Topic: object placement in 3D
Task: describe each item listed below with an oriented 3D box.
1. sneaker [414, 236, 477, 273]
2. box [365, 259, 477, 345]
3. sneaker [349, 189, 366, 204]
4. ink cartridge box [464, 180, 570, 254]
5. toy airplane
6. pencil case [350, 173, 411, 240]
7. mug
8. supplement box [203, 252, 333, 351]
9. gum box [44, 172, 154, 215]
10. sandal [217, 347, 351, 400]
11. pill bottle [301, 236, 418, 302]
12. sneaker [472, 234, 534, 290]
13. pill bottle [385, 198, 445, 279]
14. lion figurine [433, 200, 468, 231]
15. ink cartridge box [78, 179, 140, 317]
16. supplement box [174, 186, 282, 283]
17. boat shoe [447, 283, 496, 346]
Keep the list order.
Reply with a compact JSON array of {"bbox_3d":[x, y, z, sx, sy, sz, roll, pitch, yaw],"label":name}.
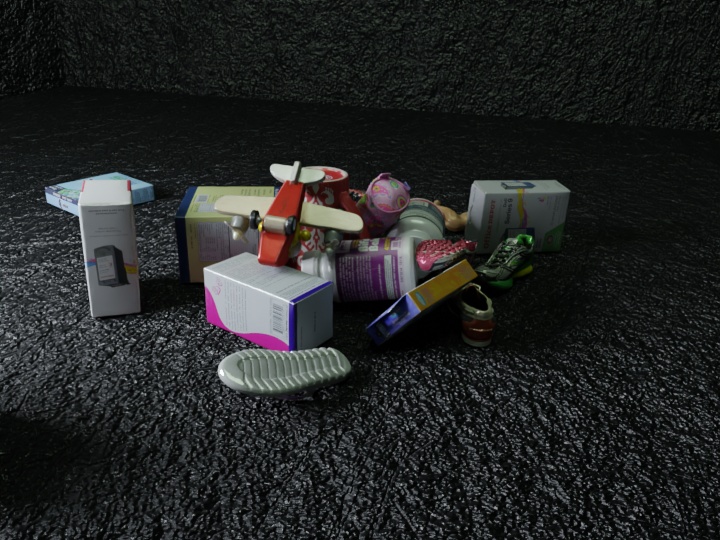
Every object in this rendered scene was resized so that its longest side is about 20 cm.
[{"bbox_3d":[0.161,-0.017,1.150,0.080,0.075,0.200,11,11,30],"label":"sneaker"},{"bbox_3d":[0.095,0.055,1.036,0.200,0.119,0.042,-28,78,-46],"label":"box"},{"bbox_3d":[0.037,-0.160,1.565,0.200,0.071,0.098,17,28,26],"label":"sneaker"},{"bbox_3d":[0.342,-0.118,1.404,0.199,0.146,0.088,-1,26,-9],"label":"ink cartridge box"},{"bbox_3d":[-0.124,-0.089,1.092,0.198,0.142,0.200,-25,50,-26],"label":"toy airplane"},{"bbox_3d":[0.026,-0.112,1.257,0.087,0.088,0.200,-8,-18,-23],"label":"pencil case"},{"bbox_3d":[-0.058,-0.090,1.240,0.176,0.201,0.134,4,23,4],"label":"mug"},{"bbox_3d":[-0.150,0.052,1.033,0.199,0.102,0.103,18,28,31],"label":"supplement box"},{"bbox_3d":[-0.656,-0.194,1.613,0.169,0.045,0.200,20,29,34],"label":"gum box"},{"bbox_3d":[-0.101,0.151,0.888,0.202,0.050,0.083,2,35,-34],"label":"sandal"},{"bbox_3d":[0.000,0.000,1.138,0.199,0.113,0.112,-4,23,8],"label":"pill bottle"},{"bbox_3d":[0.278,-0.020,1.254,0.078,0.086,0.200,19,30,33],"label":"sneaker"},{"bbox_3d":[0.111,-0.061,1.289,0.119,0.120,0.200,5,24,7],"label":"pill bottle"},{"bbox_3d":[0.260,-0.122,1.518,0.199,0.073,0.123,-12,37,3],"label":"lion figurine"},{"bbox_3d":[-0.430,-0.042,1.100,0.085,0.201,0.148,-6,25,-19],"label":"ink cartridge box"},{"bbox_3d":[-0.249,-0.077,1.273,0.199,0.135,0.200,-1,24,-6],"label":"supplement box"},{"bbox_3d":[0.192,0.057,1.101,0.071,0.063,0.200,0,23,1],"label":"boat shoe"}]
